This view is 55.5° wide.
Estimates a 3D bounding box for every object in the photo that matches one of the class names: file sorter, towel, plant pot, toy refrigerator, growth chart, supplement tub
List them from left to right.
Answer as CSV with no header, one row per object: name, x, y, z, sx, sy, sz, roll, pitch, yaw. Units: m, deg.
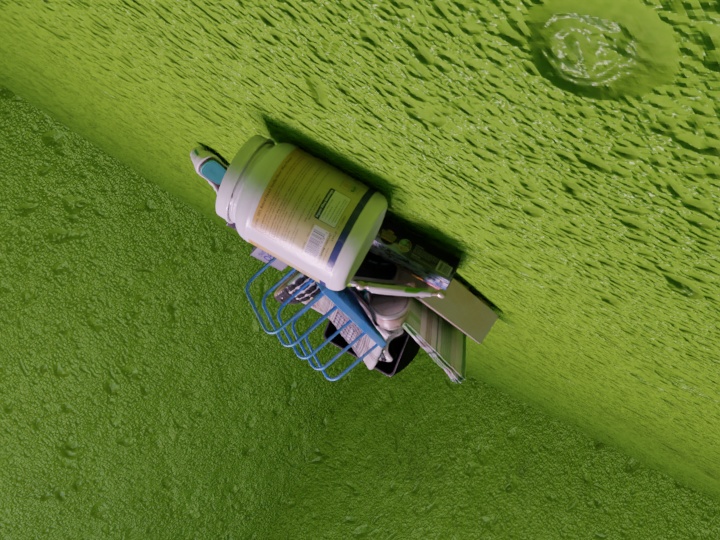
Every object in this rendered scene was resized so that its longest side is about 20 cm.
supplement tub,-0.078,-0.080,0.912,0.198,0.146,0.144,29,174,4
file sorter,-0.074,0.069,1.117,0.200,0.122,0.139,46,-174,-47
towel,-0.020,0.095,1.354,0.193,0.034,0.201,48,156,15
growth chart,0.034,0.023,1.012,0.142,0.018,0.200,6,-178,-8
plant pot,0.066,0.109,1.574,0.198,0.203,0.177,26,-174,28
towel,0.136,0.098,1.269,0.030,0.151,0.200,-22,128,31
toy refrigerator,0.157,0.049,1.207,0.199,0.070,0.076,36,178,-41

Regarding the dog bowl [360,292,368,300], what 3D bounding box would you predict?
dog bowl,-0.017,0.014,1.383,0.111,0.050,0.200,43,147,7

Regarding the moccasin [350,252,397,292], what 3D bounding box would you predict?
moccasin,0.032,-0.017,1.196,0.079,0.069,0.200,14,-163,8

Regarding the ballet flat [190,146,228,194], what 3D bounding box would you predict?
ballet flat,-0.288,-0.194,1.409,0.069,0.070,0.200,27,169,24

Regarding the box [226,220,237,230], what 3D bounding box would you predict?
box,-0.176,-0.095,1.385,0.198,0.040,0.138,28,-155,-25

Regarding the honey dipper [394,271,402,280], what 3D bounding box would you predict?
honey dipper,0.000,0.000,1.278,0.197,0.039,0.038,16,175,-5

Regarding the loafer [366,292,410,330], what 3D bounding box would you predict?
loafer,0.047,0.066,1.174,0.071,0.064,0.200,-10,-162,-4

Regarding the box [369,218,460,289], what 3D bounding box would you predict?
box,0.054,-0.038,1.044,0.198,0.040,0.137,29,174,7

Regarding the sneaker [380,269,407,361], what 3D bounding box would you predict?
sneaker,0.070,0.096,1.440,0.087,0.203,0.076,22,-165,16

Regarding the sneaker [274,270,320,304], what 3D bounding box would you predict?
sneaker,-0.084,-0.024,1.219,0.088,0.200,0.077,41,172,35

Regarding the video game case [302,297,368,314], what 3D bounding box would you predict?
video game case,-0.046,0.023,1.499,0.198,0.185,0.023,26,-153,28

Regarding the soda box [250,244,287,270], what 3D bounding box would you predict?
soda box,-0.113,-0.071,1.141,0.068,0.064,0.200,27,149,-19
